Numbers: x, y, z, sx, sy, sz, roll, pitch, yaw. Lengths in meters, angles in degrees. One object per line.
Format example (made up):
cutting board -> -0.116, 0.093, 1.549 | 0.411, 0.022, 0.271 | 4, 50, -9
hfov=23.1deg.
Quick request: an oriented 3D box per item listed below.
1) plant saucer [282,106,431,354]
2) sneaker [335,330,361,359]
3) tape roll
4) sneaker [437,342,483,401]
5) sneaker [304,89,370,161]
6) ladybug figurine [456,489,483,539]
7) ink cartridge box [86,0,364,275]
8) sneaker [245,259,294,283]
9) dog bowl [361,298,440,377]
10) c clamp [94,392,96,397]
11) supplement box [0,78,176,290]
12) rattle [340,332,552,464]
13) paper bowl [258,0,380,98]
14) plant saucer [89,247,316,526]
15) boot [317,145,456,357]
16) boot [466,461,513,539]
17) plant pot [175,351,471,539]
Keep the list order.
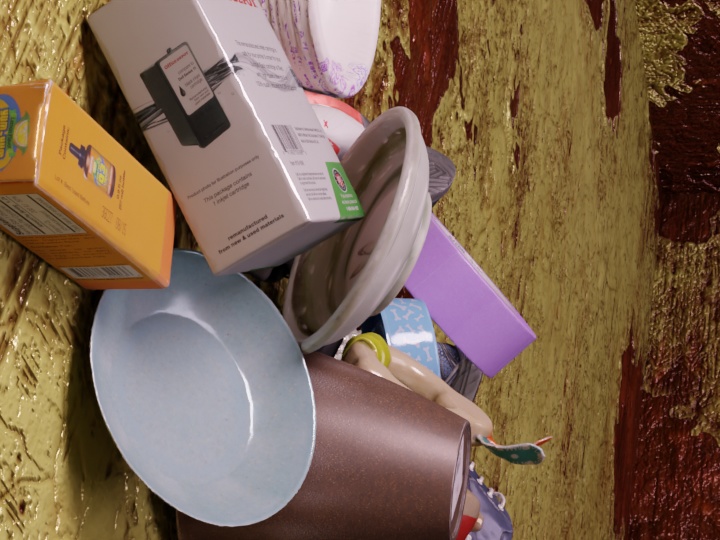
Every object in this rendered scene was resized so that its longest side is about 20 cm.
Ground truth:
plant saucer -> 0.007, -0.023, 1.328 | 0.201, 0.050, 0.201 | -54, -159, 32
sneaker -> -0.017, 0.146, 1.626 | 0.069, 0.099, 0.202 | -9, 69, -42
tape roll -> 0.092, 0.013, 1.795 | 0.200, 0.066, 0.200 | 49, 5, -6
sneaker -> 0.061, 0.166, 1.894 | 0.077, 0.084, 0.202 | -132, -120, -78
sneaker -> -0.067, -0.093, 1.387 | 0.201, 0.067, 0.109 | 25, 62, -45
ladybug figurine -> 0.007, 0.203, 1.493 | 0.136, 0.198, 0.073 | 103, -2, -71
ink cartridge box -> -0.091, -0.106, 1.226 | 0.201, 0.083, 0.146 | 63, 15, 5
sneaker -> -0.064, -0.037, 1.493 | 0.200, 0.075, 0.092 | -12, 110, -65
dog bowl -> 0.039, 0.084, 1.713 | 0.200, 0.049, 0.113 | 121, -41, -78
c clamp -> -0.132, 0.077, 1.314 | 0.201, 0.027, 0.172 | -73, 156, -44
supplement box -> -0.180, -0.048, 1.091 | 0.200, 0.068, 0.067 | 53, 39, -66
rattle -> 0.049, 0.156, 1.529 | 0.144, 0.199, 0.130 | -59, -162, -5
paper bowl -> -0.056, -0.241, 1.438 | 0.200, 0.103, 0.203 | -1, 90, -74
plant saucer -> -0.116, 0.084, 1.225 | 0.200, 0.039, 0.203 | 24, 53, -37
boot -> -0.001, 0.000, 1.527 | 0.165, 0.065, 0.201 | -37, 155, -49
boot -> 0.100, 0.219, 1.711 | 0.073, 0.089, 0.202 | 110, -15, -61
plant pot -> -0.020, 0.148, 1.346 | 0.187, 0.198, 0.189 | 6, 90, -78
